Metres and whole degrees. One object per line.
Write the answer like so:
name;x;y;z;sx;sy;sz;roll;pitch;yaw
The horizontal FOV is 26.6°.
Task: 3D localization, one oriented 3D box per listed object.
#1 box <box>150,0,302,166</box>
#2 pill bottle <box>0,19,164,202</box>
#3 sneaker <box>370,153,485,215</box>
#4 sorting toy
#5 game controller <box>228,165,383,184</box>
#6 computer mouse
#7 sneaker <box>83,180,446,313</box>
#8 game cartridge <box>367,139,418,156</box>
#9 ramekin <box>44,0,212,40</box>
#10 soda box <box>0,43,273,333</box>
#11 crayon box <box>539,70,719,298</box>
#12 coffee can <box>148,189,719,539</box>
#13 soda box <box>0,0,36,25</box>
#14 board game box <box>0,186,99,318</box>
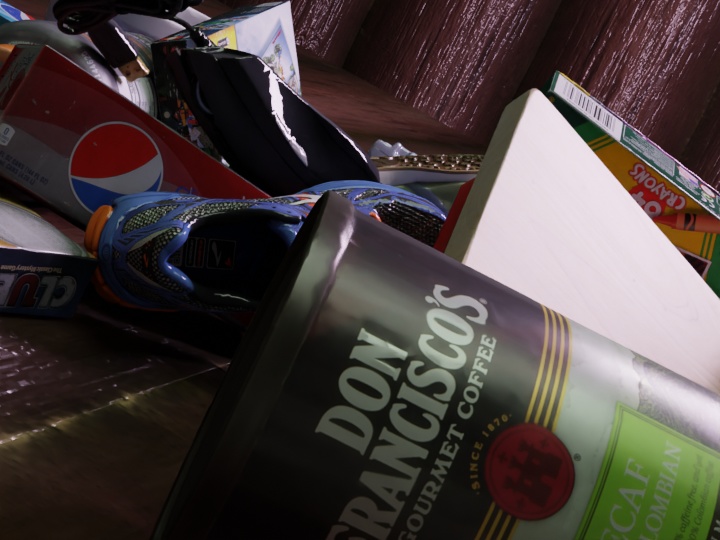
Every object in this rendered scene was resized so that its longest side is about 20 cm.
box;-0.081;-0.100;1.022;0.037;0.138;0.200;-3;15;14
pill bottle;-0.179;-0.097;0.922;0.106;0.107;0.200;29;11;10
sneaker;0.022;-0.028;1.015;0.199;0.091;0.067;-5;14;-23
sorting toy;0.099;0.051;0.728;0.200;0.069;0.199;46;39;-18
game controller;0.000;0.000;0.911;0.199;0.105;0.042;28;6;3
computer mouse;-0.087;-0.090;0.837;0.140;0.046;0.200;11;-25;48
sneaker;-0.035;-0.005;0.769;0.199;0.076;0.078;-7;9;-27
game cartridge;0.087;-0.021;1.250;0.199;0.041;0.133;36;-12;11
ramekin;-0.183;-0.176;1.294;0.199;0.106;0.200;27;11;-6
soda box;-0.110;-0.038;0.809;0.199;0.070;0.063;34;-7;-26
crayon box;0.165;-0.013;1.097;0.199;0.173;0.058;36;25;-3
coffee can;0.044;0.082;0.522;0.199;0.147;0.146;26;11;-6
soda box;-0.251;-0.148;1.094;0.199;0.068;0.064;30;11;14
board game box;-0.239;-0.044;0.725;0.199;0.035;0.135;34;12;29
